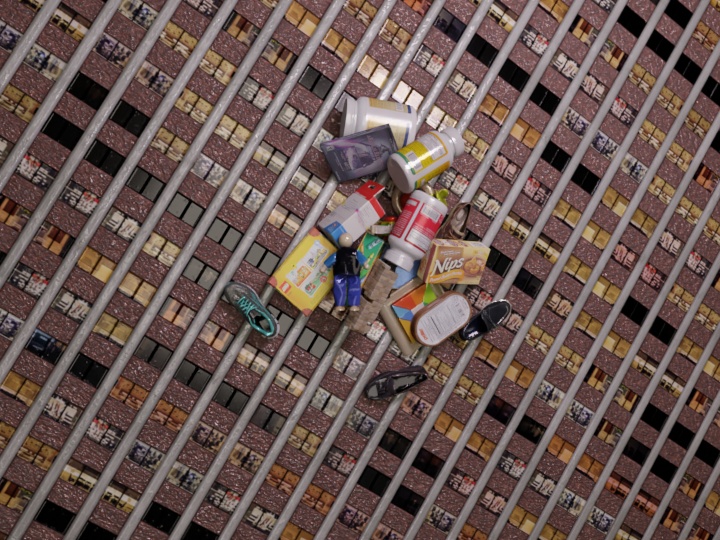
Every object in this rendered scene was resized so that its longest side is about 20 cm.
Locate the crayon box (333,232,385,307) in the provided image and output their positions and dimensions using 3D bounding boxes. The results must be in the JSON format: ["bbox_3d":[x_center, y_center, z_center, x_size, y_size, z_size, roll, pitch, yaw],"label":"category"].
[{"bbox_3d":[0.000,0.000,1.485,0.057,0.119,0.203,27,91,6],"label":"crayon box"}]

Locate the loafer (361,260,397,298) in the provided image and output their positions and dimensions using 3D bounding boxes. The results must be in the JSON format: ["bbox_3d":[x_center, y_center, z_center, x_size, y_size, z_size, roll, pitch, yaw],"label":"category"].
[{"bbox_3d":[0.060,0.050,1.519,0.071,0.073,0.202,34,96,-1],"label":"loafer"}]

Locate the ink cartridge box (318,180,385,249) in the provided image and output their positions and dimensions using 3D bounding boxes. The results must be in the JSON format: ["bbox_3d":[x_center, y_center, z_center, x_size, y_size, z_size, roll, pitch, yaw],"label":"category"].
[{"bbox_3d":[-0.011,-0.157,1.484,0.199,0.116,0.068,-41,120,-6],"label":"ink cartridge box"}]

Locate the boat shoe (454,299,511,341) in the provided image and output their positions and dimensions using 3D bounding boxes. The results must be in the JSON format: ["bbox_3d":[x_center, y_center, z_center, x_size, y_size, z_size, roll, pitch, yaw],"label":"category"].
[{"bbox_3d":[0.375,0.154,1.599,0.197,0.062,0.076,-28,95,-10],"label":"boat shoe"}]

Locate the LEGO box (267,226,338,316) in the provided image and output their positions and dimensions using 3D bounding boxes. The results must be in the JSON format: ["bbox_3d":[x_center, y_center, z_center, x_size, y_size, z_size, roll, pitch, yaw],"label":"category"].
[{"bbox_3d":[-0.144,0.003,1.491,0.149,0.077,0.201,42,85,-9],"label":"LEGO box"}]

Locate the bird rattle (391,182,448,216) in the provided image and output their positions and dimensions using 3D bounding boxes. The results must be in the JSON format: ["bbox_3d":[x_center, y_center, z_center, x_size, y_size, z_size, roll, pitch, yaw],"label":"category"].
[{"bbox_3d":[0.161,-0.220,1.529,0.163,0.113,0.200,-42,99,15],"label":"bird rattle"}]

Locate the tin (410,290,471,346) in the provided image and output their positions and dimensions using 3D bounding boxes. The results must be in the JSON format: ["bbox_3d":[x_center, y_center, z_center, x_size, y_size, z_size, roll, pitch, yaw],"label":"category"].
[{"bbox_3d":[0.237,0.140,1.550,0.198,0.042,0.113,-33,98,-10],"label":"tin"}]

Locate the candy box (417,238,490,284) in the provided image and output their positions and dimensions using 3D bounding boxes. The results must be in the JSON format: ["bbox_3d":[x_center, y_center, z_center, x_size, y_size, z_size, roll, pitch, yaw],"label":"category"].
[{"bbox_3d":[0.269,-0.024,1.530,0.196,0.055,0.118,2,114,-28],"label":"candy box"}]

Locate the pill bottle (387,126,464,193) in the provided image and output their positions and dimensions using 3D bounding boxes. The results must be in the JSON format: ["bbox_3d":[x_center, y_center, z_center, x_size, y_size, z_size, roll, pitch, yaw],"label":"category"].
[{"bbox_3d":[0.179,-0.304,1.428,0.198,0.113,0.114,-33,97,-13],"label":"pill bottle"}]

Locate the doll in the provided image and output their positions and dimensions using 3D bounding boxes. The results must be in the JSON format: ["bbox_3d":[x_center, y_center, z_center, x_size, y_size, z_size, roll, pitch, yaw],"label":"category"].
[{"bbox_3d":[-0.042,0.003,1.403,0.133,0.048,0.205,1,90,6],"label":"doll"}]

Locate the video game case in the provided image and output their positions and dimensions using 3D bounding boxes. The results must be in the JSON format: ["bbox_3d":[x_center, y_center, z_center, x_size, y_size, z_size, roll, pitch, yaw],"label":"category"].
[{"bbox_3d":[0.005,-0.317,1.452,0.196,0.144,0.019,-12,52,16],"label":"video game case"}]

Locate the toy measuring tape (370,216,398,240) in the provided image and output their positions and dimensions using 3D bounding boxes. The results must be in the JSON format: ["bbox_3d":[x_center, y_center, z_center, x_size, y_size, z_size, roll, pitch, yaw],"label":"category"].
[{"bbox_3d":[0.066,-0.117,1.494,0.198,0.072,0.075,-9,95,-54],"label":"toy measuring tape"}]

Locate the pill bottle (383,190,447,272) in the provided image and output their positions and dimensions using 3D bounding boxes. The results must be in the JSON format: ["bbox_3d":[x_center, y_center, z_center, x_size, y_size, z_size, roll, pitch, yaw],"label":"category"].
[{"bbox_3d":[0.144,-0.104,1.439,0.111,0.112,0.203,28,91,-10],"label":"pill bottle"}]

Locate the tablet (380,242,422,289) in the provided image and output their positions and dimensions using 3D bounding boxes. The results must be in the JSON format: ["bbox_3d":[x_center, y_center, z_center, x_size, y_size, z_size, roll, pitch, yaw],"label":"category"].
[{"bbox_3d":[0.108,-0.012,1.569,0.195,0.014,0.133,5,91,-11],"label":"tablet"}]

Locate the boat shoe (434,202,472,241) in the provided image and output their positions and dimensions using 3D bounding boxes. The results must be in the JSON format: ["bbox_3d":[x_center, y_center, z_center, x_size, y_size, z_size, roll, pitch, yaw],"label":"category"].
[{"bbox_3d":[0.273,-0.112,1.565,0.071,0.072,0.202,31,86,-10],"label":"boat shoe"}]

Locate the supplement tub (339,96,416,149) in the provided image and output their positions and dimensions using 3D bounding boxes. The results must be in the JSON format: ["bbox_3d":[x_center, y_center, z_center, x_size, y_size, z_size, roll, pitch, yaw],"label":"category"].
[{"bbox_3d":[0.046,-0.400,1.479,0.195,0.144,0.148,7,91,-10],"label":"supplement tub"}]

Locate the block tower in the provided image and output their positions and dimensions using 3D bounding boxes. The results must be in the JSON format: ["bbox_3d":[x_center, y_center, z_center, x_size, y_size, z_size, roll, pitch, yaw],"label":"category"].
[{"bbox_3d":[0.031,0.074,1.448,0.057,0.054,0.203,22,98,-35],"label":"block tower"}]

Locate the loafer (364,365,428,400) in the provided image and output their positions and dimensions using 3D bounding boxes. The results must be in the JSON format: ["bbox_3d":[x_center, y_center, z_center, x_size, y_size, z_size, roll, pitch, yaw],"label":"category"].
[{"bbox_3d":[0.107,0.329,1.554,0.196,0.063,0.073,-18,95,-9],"label":"loafer"}]

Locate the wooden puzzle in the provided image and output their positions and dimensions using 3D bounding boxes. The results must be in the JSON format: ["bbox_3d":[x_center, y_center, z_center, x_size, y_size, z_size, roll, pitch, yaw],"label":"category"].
[{"bbox_3d":[0.170,0.125,1.565,0.198,0.037,0.187,-31,101,-6],"label":"wooden puzzle"}]

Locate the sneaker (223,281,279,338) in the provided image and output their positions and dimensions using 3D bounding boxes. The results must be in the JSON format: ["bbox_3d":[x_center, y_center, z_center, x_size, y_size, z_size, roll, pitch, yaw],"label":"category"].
[{"bbox_3d":[-0.296,0.108,1.460,0.200,0.091,0.078,45,83,-8],"label":"sneaker"}]
